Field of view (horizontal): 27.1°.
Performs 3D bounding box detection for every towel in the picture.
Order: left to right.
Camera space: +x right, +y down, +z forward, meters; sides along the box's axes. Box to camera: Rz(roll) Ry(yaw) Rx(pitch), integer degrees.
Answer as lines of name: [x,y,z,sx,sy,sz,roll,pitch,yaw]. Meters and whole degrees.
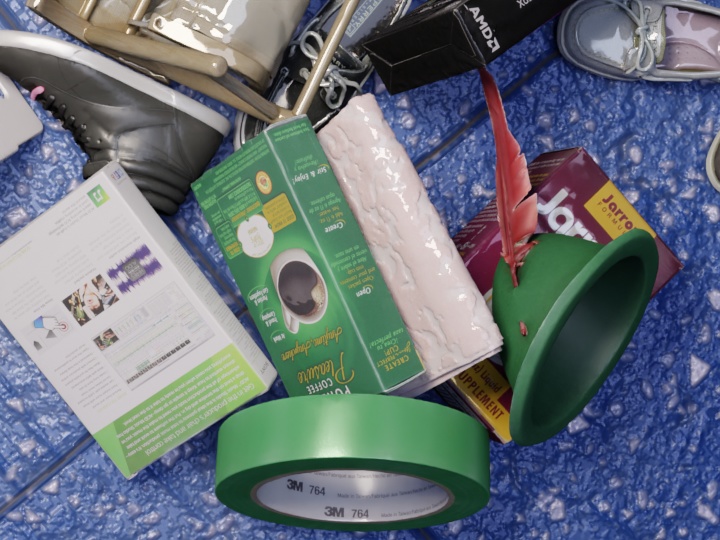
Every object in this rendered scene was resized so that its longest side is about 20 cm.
towel: [0.000,0.000,1.081,0.032,0.191,0.200,-24,83,-39]

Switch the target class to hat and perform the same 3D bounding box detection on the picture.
hat: [0.103,0.001,1.083,0.176,0.166,0.200,32,69,27]

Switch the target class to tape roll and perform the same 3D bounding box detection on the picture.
tape roll: [-0.005,0.144,1.088,0.200,0.200,0.048,8,65,-12]

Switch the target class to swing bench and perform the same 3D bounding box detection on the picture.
swing bench: [-0.101,-0.232,1.081,0.200,0.130,0.199,24,87,32]

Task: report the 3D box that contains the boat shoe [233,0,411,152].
boat shoe: [-0.024,-0.157,1.143,0.074,0.068,0.199,43,83,-10]

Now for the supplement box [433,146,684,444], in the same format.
supplement box: [0.128,0.018,1.163,0.200,0.103,0.131,-44,99,-8]

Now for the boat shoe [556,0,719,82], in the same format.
boat shoe: [0.259,-0.187,1.206,0.202,0.065,0.075,8,90,-12]

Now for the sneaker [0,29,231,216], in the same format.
sneaker: [-0.203,-0.104,1.103,0.200,0.071,0.099,23,82,-16]

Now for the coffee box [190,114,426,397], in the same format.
coffee box: [-0.040,0.003,1.067,0.044,0.123,0.200,-24,87,-36]

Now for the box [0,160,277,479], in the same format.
box: [-0.176,0.039,1.100,0.144,0.036,0.200,-33,99,20]

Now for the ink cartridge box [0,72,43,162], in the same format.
ink cartridge box: [-0.323,-0.099,1.048,0.067,0.200,0.116,-30,99,28]

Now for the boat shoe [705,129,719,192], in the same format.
boat shoe: [0.375,-0.132,1.235,0.201,0.061,0.072,-37,98,-9]

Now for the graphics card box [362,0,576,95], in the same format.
graphics card box: [0.111,-0.206,1.113,0.200,0.125,0.051,-37,105,-30]
